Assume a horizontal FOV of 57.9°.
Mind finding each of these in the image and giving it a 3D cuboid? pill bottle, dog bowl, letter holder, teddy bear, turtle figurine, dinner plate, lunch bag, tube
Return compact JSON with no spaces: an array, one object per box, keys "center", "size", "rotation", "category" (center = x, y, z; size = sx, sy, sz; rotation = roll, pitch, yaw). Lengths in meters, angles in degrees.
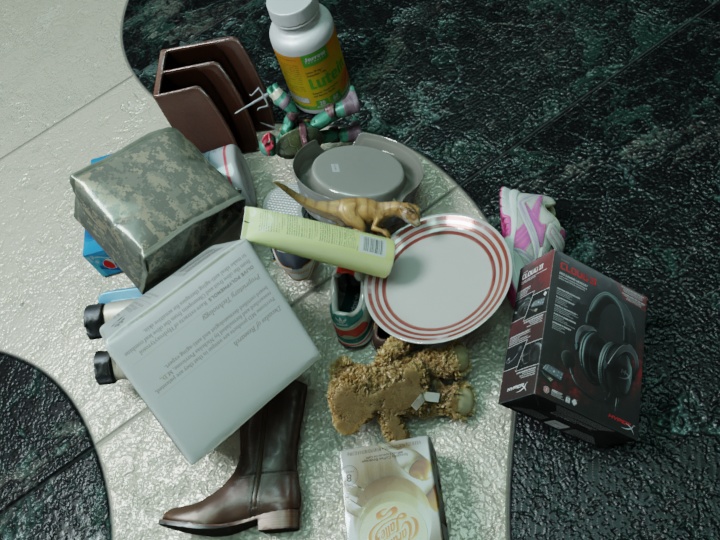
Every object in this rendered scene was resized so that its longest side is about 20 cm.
[{"center":[-0.275,-0.122,1.049],"size":[0.195,0.109,0.111],"rotation":[-18,57,4],"category":"pill bottle"},{"center":[-0.005,-0.133,0.980],"size":[0.194,0.060,0.203],"rotation":[3,39,-2],"category":"dog bowl"},{"center":[-0.225,-0.259,1.062],"size":[0.138,0.201,0.103],"rotation":[-8,58,8],"category":"letter holder"},{"center":[0.053,0.148,0.822],"size":[0.196,0.067,0.148],"rotation":[-25,98,-6],"category":"teddy bear"},{"center":[-0.096,-0.228,1.053],"size":[0.195,0.150,0.103],"rotation":[-14,73,-6],"category":"turtle figurine"},{"center":[0.099,0.010,0.841],"size":[0.195,0.024,0.204],"rotation":[-12,52,16],"category":"dinner plate"},{"center":[-0.089,-0.374,1.094],"size":[0.108,0.201,0.114],"rotation":[-6,58,10],"category":"pill bottle"},{"center":[-0.282,-0.098,0.930],"size":[0.164,0.118,0.199],"rotation":[43,55,10],"category":"lunch bag"},{"center":[-0.054,-0.037,0.824],"size":[0.195,0.058,0.053],"rotation":[14,80,-15],"category":"tube"}]

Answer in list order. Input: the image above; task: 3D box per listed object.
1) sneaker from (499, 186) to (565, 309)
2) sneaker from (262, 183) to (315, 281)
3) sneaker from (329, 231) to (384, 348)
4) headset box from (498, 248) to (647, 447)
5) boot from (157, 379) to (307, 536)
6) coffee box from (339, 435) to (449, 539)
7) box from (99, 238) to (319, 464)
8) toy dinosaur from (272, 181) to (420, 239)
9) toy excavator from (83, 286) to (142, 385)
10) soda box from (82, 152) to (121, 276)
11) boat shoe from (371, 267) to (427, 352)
[{"center":[0.237,-0.031,0.887],"size":[0.086,0.082,0.205],"rotation":[-3,60,13],"category":"sneaker"},{"center":[-0.107,-0.060,0.998],"size":[0.076,0.081,0.202],"rotation":[-11,34,0],"category":"sneaker"},{"center":[0.000,0.000,0.919],"size":[0.068,0.094,0.204],"rotation":[4,62,16],"category":"sneaker"},{"center":[0.258,0.084,0.779],"size":[0.146,0.077,0.204],"rotation":[25,64,-14],"category":"headset box"},{"center":[-0.160,0.231,0.842],"size":[0.181,0.065,0.205],"rotation":[-1,63,-2],"category":"boot"},{"center":[0.045,0.307,0.739],"size":[0.111,0.080,0.204],"rotation":[-12,58,7],"category":"coffee box"},{"center":[-0.193,0.089,0.811],"size":[0.199,0.173,0.198],"rotation":[-39,15,-20],"category":"box"},{"center":[-0.019,-0.075,0.874],"size":[0.194,0.108,0.061],"rotation":[5,34,-4],"category":"toy dinosaur"},{"center":[-0.335,0.054,0.972],"size":[0.097,0.200,0.200],"rotation":[-8,97,-6],"category":"toy excavator"},{"center":[-0.415,-0.098,1.094],"size":[0.062,0.068,0.204],"rotation":[-14,58,5],"category":"soda box"},{"center":[0.082,0.032,0.896],"size":[0.069,0.071,0.202],"rotation":[22,66,25],"category":"boat shoe"}]
